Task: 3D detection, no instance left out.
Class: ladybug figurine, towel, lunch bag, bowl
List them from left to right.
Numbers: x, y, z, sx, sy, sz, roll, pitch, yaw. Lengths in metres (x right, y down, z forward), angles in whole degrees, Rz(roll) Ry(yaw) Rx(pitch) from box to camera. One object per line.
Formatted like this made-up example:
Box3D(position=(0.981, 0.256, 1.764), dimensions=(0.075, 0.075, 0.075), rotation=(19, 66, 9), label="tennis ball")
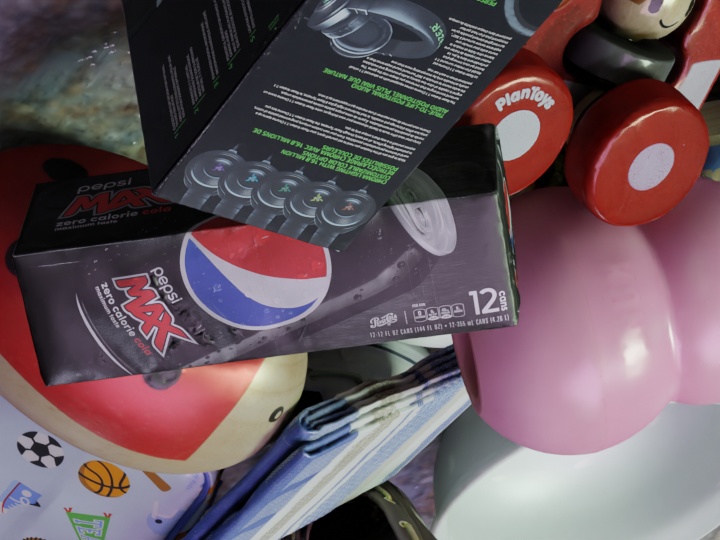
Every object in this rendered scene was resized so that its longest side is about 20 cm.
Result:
Box3D(position=(-0.151, 0.099, 1.296), dimensions=(0.160, 0.076, 0.200), rotation=(30, 134, -8), label="lunch bag")
Box3D(position=(-0.104, 0.012, 1.179), dimensions=(0.199, 0.136, 0.072), rotation=(29, 151, -21), label="ladybug figurine")
Box3D(position=(-0.008, 0.089, 1.298), dimensions=(0.200, 0.024, 0.147), rotation=(-24, 162, -50), label="towel")
Box3D(position=(0.122, 0.094, 1.473), dimensions=(0.200, 0.091, 0.202), rotation=(-14, 147, -9), label="bowl")

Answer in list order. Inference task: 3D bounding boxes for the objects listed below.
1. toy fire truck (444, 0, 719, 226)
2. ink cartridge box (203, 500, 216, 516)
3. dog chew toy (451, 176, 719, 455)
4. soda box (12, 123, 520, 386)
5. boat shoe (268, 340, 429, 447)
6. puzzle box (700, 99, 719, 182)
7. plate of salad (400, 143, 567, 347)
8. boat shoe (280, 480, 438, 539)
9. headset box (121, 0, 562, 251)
Box3D(position=(0.093, -0.123, 1.145), dimensions=(0.199, 0.112, 0.169), rotation=(8, 119, -37), label="toy fire truck")
Box3D(position=(-0.137, 0.190, 1.481), dimensions=(0.144, 0.084, 0.200), rotation=(-19, 147, -1), label="ink cartridge box")
Box3D(position=(0.143, 0.012, 1.221), dimensions=(0.199, 0.125, 0.125), rotation=(-13, 147, -5), label="dog chew toy")
Box3D(position=(-0.037, -0.007, 1.073), dimensions=(0.199, 0.071, 0.064), rotation=(-8, 117, 6), label="soda box")
Box3D(position=(-0.036, 0.068, 1.374), dimensions=(0.199, 0.067, 0.074), rotation=(9, 138, -37), label="boat shoe")
Box3D(position=(0.192, -0.032, 1.334), dimensions=(0.199, 0.025, 0.134), rotation=(-12, 138, -31), label="puzzle box")
Box3D(position=(0.088, -0.013, 1.341), dimensions=(0.199, 0.048, 0.201), rotation=(-14, 146, -10), label="plate of salad")
Box3D(position=(-0.004, 0.144, 1.412), dimensions=(0.072, 0.200, 0.059), rotation=(-49, 125, -2), label="boat shoe")
Box3D(position=(-0.011, -0.132, 0.993), dimensions=(0.092, 0.175, 0.200), rotation=(16, 132, -31), label="headset box")
